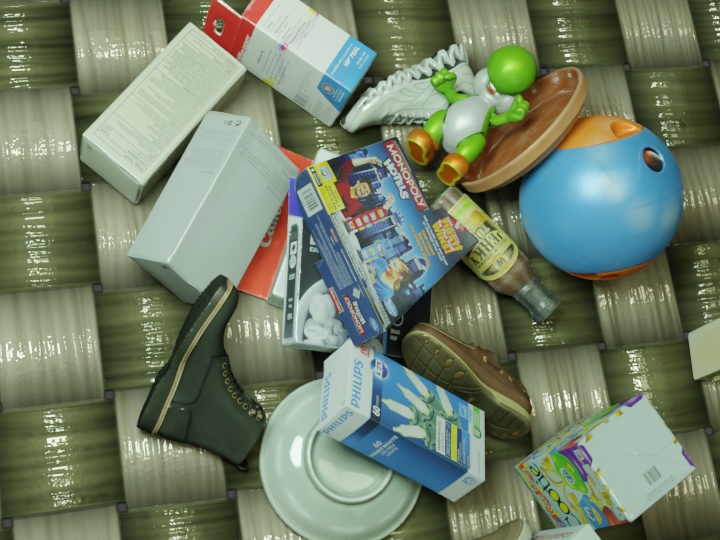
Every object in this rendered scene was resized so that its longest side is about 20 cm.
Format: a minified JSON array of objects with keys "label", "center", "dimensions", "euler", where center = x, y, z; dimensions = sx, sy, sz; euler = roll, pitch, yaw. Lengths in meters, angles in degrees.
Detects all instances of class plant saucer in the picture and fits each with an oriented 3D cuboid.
[{"label":"plant saucer","center":[-0.016,0.218,1.502],"dimensions":[0.198,0.050,0.202],"euler":[4,73,-14]},{"label":"plant saucer","center":[0.202,-0.169,1.601],"dimensions":[0.032,0.200,0.201],"euler":[45,67,-16]}]

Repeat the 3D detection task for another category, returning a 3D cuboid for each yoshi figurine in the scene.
[{"label":"yoshi figurine","center":[0.149,-0.208,1.602],"dimensions":[0.200,0.112,0.113],"euler":[-49,121,-19]}]

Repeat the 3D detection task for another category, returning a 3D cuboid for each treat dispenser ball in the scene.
[{"label":"treat dispenser ball","center":[0.295,-0.089,1.597],"dimensions":[0.199,0.201,0.203],"euler":[4,73,-14]}]

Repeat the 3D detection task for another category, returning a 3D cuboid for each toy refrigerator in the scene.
[{"label":"toy refrigerator","center":[0.487,0.087,1.597],"dimensions":[0.075,0.200,0.071],"euler":[1,74,-16]}]

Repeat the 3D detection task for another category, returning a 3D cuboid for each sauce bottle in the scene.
[{"label":"sauce bottle","center":[0.165,-0.019,1.614],"dimensions":[0.200,0.065,0.065],"euler":[43,68,1]}]

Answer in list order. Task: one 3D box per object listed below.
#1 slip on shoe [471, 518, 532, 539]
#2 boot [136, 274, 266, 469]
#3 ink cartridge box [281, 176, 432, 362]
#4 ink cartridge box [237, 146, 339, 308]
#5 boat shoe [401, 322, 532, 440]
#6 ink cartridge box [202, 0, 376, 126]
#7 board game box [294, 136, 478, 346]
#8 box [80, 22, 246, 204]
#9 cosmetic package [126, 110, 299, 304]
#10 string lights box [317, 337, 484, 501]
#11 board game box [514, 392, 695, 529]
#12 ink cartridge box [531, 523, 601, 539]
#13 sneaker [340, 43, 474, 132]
[{"label":"slip on shoe","center":[0.110,0.341,1.489],"dimensions":[0.199,0.076,0.061],"euler":[-36,92,-14]},{"label":"boot","center":[-0.147,0.116,1.454],"dimensions":[0.138,0.078,0.201],"euler":[26,111,-11]},{"label":"ink cartridge box","center":[0.000,0.000,1.530],"dimensions":[0.197,0.043,0.202],"euler":[10,76,-35]},{"label":"ink cartridge box","center":[-0.077,-0.055,1.571],"dimensions":[0.172,0.044,0.201],"euler":[21,69,-10]},{"label":"boat shoe","center":[0.127,0.122,1.549],"dimensions":[0.200,0.072,0.068],"euler":[39,44,-22]},{"label":"ink cartridge box","center":[-0.090,-0.275,1.593],"dimensions":[0.199,0.116,0.067],"euler":[34,69,-4]},{"label":"board game box","center":[0.035,-0.043,1.498],"dimensions":[0.199,0.062,0.201],"euler":[-22,86,-42]},{"label":"box","center":[-0.235,-0.187,1.548],"dimensions":[0.095,0.078,0.200],"euler":[40,68,-1]},{"label":"cosmetic package","center":[-0.167,-0.068,1.499],"dimensions":[0.113,0.081,0.201],"euler":[47,65,-43]},{"label":"string lights box","center":[0.049,0.171,1.479],"dimensions":[0.199,0.059,0.103],"euler":[31,39,-24]},{"label":"board game box","center":[0.275,0.227,1.496],"dimensions":[0.105,0.200,0.103],"euler":[-33,84,-21]},{"label":"ink cartridge box","center":[0.183,0.379,1.455],"dimensions":[0.200,0.146,0.083],"euler":[-37,88,-22]},{"label":"sneaker","center":[0.067,-0.216,1.647],"dimensions":[0.199,0.075,0.081],"euler":[-28,92,-21]}]
